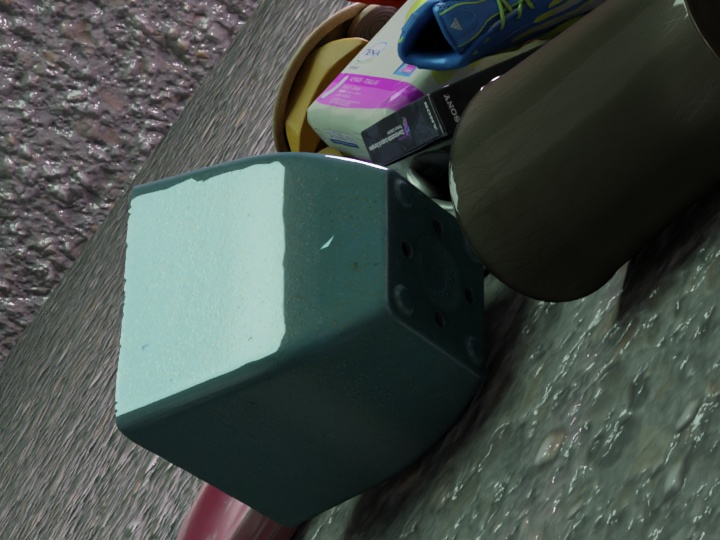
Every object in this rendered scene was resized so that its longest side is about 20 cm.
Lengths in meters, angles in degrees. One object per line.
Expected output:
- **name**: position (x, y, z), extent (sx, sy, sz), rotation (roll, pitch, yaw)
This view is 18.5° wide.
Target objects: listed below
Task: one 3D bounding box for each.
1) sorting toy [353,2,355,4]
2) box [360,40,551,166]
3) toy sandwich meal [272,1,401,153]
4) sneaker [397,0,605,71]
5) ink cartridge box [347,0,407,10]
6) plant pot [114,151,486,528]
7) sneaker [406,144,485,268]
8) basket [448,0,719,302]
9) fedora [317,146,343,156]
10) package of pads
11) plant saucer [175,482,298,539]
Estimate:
- **sorting toy**: position (0.036, -0.229, 2.074), extent (0.200, 0.070, 0.199), rotation (86, -151, -64)
- **box**: position (0.111, -0.133, 1.558), extent (0.200, 0.036, 0.143), rotation (-26, 1, -21)
- **toy sandwich meal**: position (0.008, -0.135, 1.905), extent (0.070, 0.205, 0.205), rotation (37, 96, 43)
- **sneaker**: position (0.110, -0.183, 1.534), extent (0.200, 0.076, 0.105), rotation (-24, 12, 31)
- **ink cartridge box**: position (0.105, -0.262, 1.852), extent (0.200, 0.057, 0.163), rotation (-8, -37, -54)
- **plant pot**: position (-0.024, 0.033, 1.504), extent (0.200, 0.196, 0.197), rotation (-20, 53, 30)
- **sneaker**: position (0.073, -0.053, 1.603), extent (0.078, 0.099, 0.200), rotation (-64, 13, -19)
- **basket**: position (0.165, -0.096, 1.280), extent (0.200, 0.136, 0.180), rotation (-39, 16, 47)
- **fedora**: position (0.000, 0.000, 1.728), extent (0.201, 0.082, 0.201), rotation (180, 90, -68)
- **package of pads**: position (0.061, -0.161, 1.700), extent (0.200, 0.068, 0.154), rotation (-48, 21, -9)
- **plant saucer**: position (-0.083, 0.181, 1.760), extent (0.201, 0.051, 0.201), rotation (-55, 13, 18)
